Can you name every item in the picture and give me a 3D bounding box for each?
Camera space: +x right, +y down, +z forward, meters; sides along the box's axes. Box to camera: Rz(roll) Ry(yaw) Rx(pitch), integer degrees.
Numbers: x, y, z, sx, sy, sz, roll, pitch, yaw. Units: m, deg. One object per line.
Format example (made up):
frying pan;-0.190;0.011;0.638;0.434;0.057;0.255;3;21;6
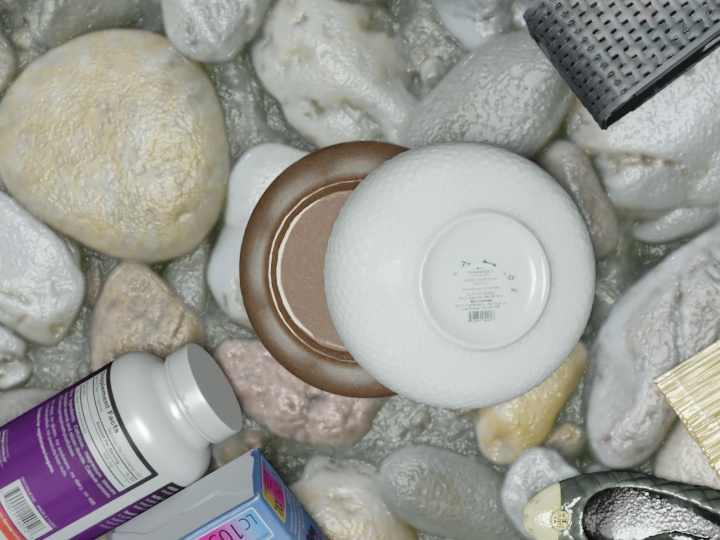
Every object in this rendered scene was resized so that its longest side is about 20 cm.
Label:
sushi mat;0.325;0.067;0.995;0.200;0.012;0.096;-33;85;9
pill bottle;-0.194;0.136;1.039;0.200;0.112;0.112;-30;87;9
ballet flat;0.219;0.184;0.995;0.200;0.057;0.066;2;91;10
plant saucer;0.000;0.000;1.039;0.200;0.037;0.200;0;91;10
ink cartridge box;-0.076;0.251;1.018;0.136;0.076;0.200;-31;113;10
cereal bowl;0.078;0.004;0.971;0.200;0.083;0.200;0;93;-11
storage bin;0.222;-0.195;0.941;0.200;0.135;0.094;-36;85;9
